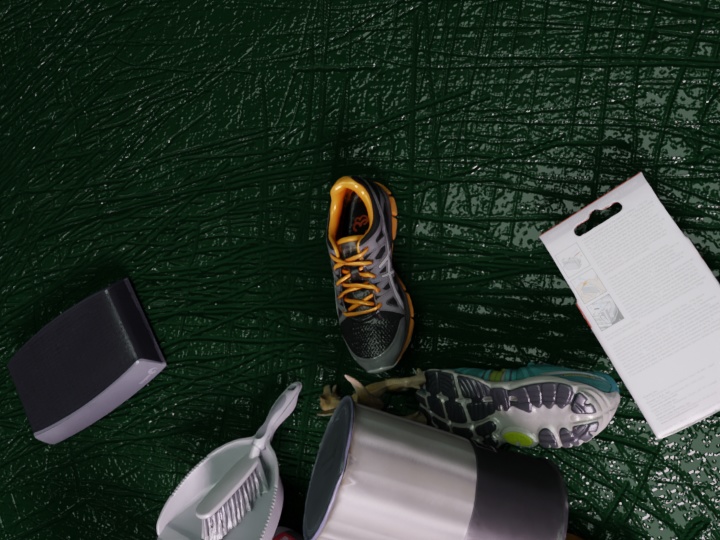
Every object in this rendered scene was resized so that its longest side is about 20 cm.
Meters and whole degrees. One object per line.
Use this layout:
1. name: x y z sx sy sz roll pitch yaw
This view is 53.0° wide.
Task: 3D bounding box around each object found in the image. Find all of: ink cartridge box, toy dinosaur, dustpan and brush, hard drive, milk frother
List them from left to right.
1. hard drive: -0.337 0.111 0.871 0.199 0.042 0.136 -34 75 17
2. dustpan and brush: -0.113 0.200 0.733 0.139 0.200 0.058 8 133 39
3. toy dinosaur: 0.010 0.126 0.669 0.100 0.200 0.059 -5 79 -13
4. milk frother: 0.042 0.235 0.589 0.186 0.181 0.201 18 56 -8
5. ink cartridge box: 0.254 0.029 0.629 0.109 0.050 0.201 -33 74 18

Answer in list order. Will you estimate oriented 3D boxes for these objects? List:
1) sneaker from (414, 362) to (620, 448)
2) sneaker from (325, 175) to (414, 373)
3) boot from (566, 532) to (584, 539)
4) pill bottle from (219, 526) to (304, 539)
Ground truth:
1. sneaker: 0.137 0.120 0.659 0.199 0.079 0.078 -3 102 40
2. sneaker: 0.000 0.000 0.709 0.078 0.077 0.202 -14 72 19
3. boot: 0.161 0.332 0.628 0.143 0.071 0.203 15 85 31
4. pill bottle: -0.064 0.321 0.701 0.199 0.110 0.112 19 93 29
